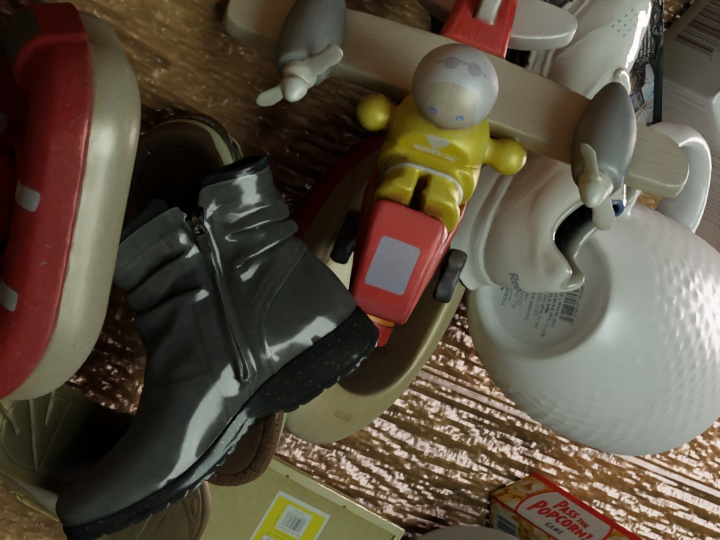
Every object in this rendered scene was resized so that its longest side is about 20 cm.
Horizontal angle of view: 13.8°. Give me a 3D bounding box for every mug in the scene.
[{"bbox_3d":[0.152,0.004,1.779,0.200,0.147,0.175,-63,153,1],"label":"mug"}]

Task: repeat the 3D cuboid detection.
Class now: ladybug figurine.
[{"bbox_3d":[0.000,0.000,1.696,0.136,0.072,0.200,27,93,-52],"label":"ladybug figurine"}]

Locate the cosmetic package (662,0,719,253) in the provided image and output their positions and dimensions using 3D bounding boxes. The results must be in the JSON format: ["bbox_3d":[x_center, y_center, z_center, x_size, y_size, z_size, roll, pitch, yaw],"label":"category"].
[{"bbox_3d":[0.252,-0.087,1.914,0.102,0.074,0.200,-45,138,-16],"label":"cosmetic package"}]

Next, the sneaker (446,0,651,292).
[{"bbox_3d":[0.125,-0.071,1.680,0.075,0.087,0.200,40,71,-55],"label":"sneaker"}]

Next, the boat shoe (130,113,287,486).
[{"bbox_3d":[-0.074,0.012,1.598,0.075,0.075,0.203,-63,149,-70],"label":"boat shoe"}]

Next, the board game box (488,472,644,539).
[{"bbox_3d":[0.162,0.243,1.924,0.046,0.200,0.152,-22,129,-37],"label":"board game box"}]

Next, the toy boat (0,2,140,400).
[{"bbox_3d":[-0.188,-0.034,1.458,0.130,0.131,0.200,6,111,-16],"label":"toy boat"}]

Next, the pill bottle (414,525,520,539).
[{"bbox_3d":[0.066,0.270,1.905,0.114,0.114,0.200,-23,129,-36],"label":"pill bottle"}]

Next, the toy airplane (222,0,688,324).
[{"bbox_3d":[0.052,-0.093,1.577,0.200,0.199,0.141,-23,169,-10],"label":"toy airplane"}]

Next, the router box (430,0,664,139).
[{"bbox_3d":[0.111,-0.145,1.740,0.149,0.051,0.200,-27,131,-32],"label":"router box"}]

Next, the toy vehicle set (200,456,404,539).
[{"bbox_3d":[-0.064,0.175,1.775,0.124,0.026,0.200,-58,141,-2],"label":"toy vehicle set"}]

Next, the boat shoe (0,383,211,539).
[{"bbox_3d":[-0.154,0.098,1.598,0.074,0.066,0.200,-60,139,-12],"label":"boat shoe"}]

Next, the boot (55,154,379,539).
[{"bbox_3d":[-0.102,0.038,1.532,0.200,0.070,0.132,-38,102,-4],"label":"boot"}]
